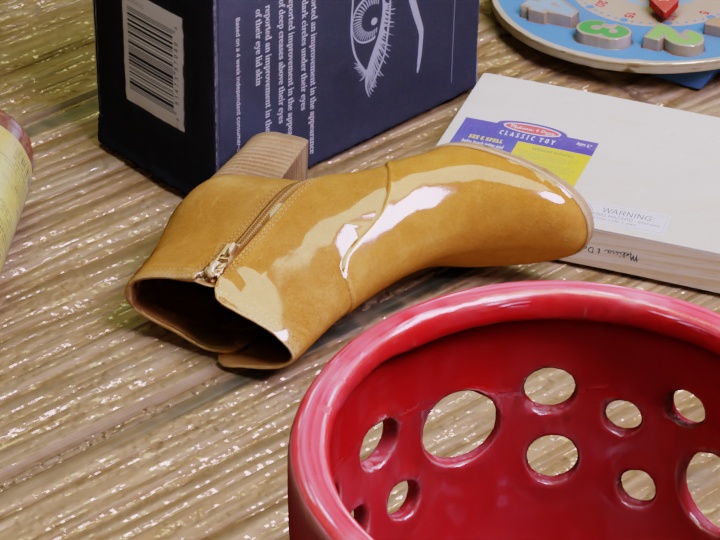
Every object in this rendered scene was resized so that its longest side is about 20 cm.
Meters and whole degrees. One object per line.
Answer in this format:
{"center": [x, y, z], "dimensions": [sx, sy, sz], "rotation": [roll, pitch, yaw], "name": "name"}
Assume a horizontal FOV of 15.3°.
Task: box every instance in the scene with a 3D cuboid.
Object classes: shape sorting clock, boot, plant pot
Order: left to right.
{"center": [-0.001, -0.001, 1.291], "dimensions": [0.200, 0.071, 0.144], "rotation": [10, 40, 19], "name": "boot"}
{"center": [0.072, 0.131, 0.978], "dimensions": [0.199, 0.183, 0.201], "rotation": [1, 33, -1], "name": "plant pot"}
{"center": [0.174, -0.166, 1.558], "dimensions": [0.199, 0.039, 0.200], "rotation": [1, 33, -1], "name": "shape sorting clock"}

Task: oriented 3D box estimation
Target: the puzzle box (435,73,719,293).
{"center": [0.136, -0.045, 1.388], "dimensions": [0.199, 0.026, 0.133], "rotation": [12, 36, 17], "name": "puzzle box"}

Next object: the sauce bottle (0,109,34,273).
{"center": [-0.202, -0.007, 1.284], "dimensions": [0.066, 0.066, 0.200], "rotation": [3, 32, 2], "name": "sauce bottle"}

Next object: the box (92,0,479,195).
{"center": [-0.036, -0.146, 1.426], "dimensions": [0.200, 0.149, 0.104], "rotation": [-26, 42, -37], "name": "box"}
